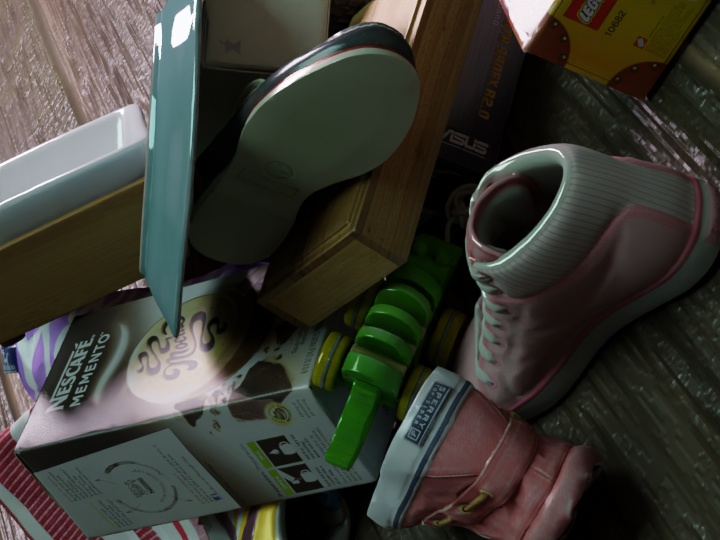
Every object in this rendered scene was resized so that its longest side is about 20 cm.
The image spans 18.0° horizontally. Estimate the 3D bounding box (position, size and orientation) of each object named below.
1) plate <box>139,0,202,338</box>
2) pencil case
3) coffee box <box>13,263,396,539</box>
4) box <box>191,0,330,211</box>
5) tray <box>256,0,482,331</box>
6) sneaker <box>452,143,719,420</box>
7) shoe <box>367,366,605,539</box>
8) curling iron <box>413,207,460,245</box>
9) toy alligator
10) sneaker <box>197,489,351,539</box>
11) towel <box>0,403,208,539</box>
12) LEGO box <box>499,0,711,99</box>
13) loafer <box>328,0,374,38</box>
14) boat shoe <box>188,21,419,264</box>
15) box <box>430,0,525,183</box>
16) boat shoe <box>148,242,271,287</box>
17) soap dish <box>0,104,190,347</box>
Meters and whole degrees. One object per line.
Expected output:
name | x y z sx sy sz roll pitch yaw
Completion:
plate | -0.100 -0.066 1.194 0.200 0.025 0.202 -176 90 -85
pencil case | -0.128 0.041 1.422 0.199 0.084 0.086 -7 85 38
coffee box | -0.080 0.069 1.268 0.199 0.080 0.114 -15 38 29
box | -0.060 -0.100 1.280 0.200 0.068 0.083 108 167 -67
tray | 0.008 -0.074 1.204 0.099 0.037 0.201 -35 31 50
sneaker | 0.076 0.003 1.096 0.200 0.104 0.076 -43 38 47
shoe | 0.060 0.105 1.098 0.072 0.091 0.200 -59 -6 -12
curling iron | 0.000 0.000 1.324 0.200 0.049 0.026 -30 45 61
toy alligator | 0.027 0.013 1.175 0.054 0.059 0.201 101 -165 -54
sneaker | -0.047 0.133 1.298 0.090 0.075 0.201 -46 40 25
towel | -0.165 0.144 1.448 0.023 0.144 0.200 -41 3 -41
LEGO box | 0.145 -0.213 1.138 0.201 0.077 0.149 -57 29 26
loafer | -0.048 -0.151 1.367 0.200 0.075 0.069 -26 56 57
boat shoe | -0.030 -0.073 1.141 0.200 0.071 0.063 -44 28 52
box | 0.031 -0.131 1.341 0.200 0.048 0.160 -1 71 63
boat shoe | -0.098 -0.020 1.498 0.201 0.072 0.072 -67 26 22
soap dish | -0.180 -0.030 1.393 0.156 0.082 0.200 -25 14 -3
